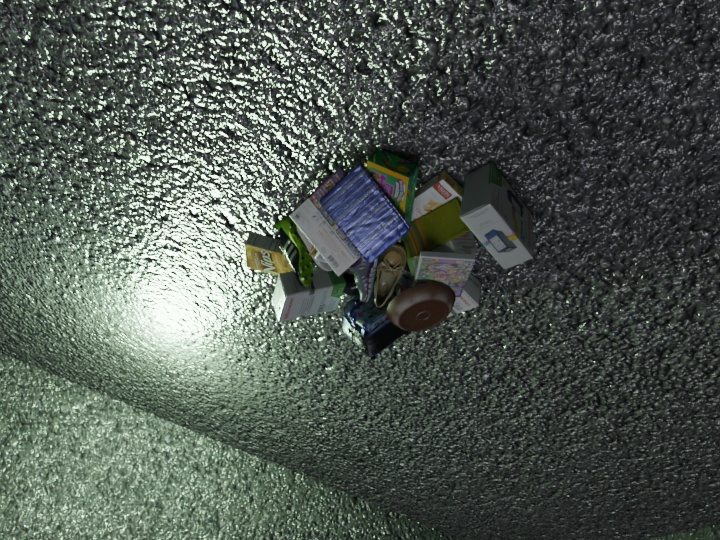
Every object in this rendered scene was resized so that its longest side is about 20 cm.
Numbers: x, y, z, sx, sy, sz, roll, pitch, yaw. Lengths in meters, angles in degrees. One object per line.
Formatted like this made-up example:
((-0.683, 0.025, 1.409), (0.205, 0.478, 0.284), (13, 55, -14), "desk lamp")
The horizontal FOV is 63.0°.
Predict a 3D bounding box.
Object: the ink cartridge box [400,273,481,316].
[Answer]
((0.232, 0.061, 1.703), (0.197, 0.087, 0.145), (-26, 126, 38), "ink cartridge box")

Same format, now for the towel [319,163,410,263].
((0.012, -0.134, 1.422), (0.144, 0.024, 0.201), (-38, 97, 17), "towel")

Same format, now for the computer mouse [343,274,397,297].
((0.019, 0.042, 1.786), (0.193, 0.047, 0.142), (13, 143, 5), "computer mouse")

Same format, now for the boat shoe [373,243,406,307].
((0.075, 0.014, 1.579), (0.071, 0.064, 0.203), (18, 136, -3), "boat shoe")

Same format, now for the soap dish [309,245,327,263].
((-0.022, -0.079, 1.593), (0.194, 0.084, 0.158), (12, 145, -24), "soap dish")

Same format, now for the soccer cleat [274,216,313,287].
((-0.189, -0.051, 1.683), (0.079, 0.067, 0.207), (-10, 98, 38), "soccer cleat")

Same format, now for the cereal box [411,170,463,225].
((0.188, -0.152, 1.499), (0.142, 0.040, 0.198), (36, 138, -22), "cereal box")

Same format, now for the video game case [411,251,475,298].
((0.211, 0.014, 1.534), (0.138, 0.019, 0.202), (3, 149, -2), "video game case")

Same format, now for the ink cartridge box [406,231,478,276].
((0.227, -0.052, 1.542), (0.115, 0.069, 0.198), (-3, 161, -45), "ink cartridge box")

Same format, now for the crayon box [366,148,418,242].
((0.071, -0.181, 1.448), (0.116, 0.058, 0.204), (25, 137, 19), "crayon box")

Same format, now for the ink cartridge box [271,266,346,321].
((-0.157, 0.065, 1.768), (0.194, 0.086, 0.147), (-10, 148, -26), "ink cartridge box")

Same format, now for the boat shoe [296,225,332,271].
((-0.109, -0.080, 1.677), (0.067, 0.073, 0.203), (-9, 126, 28), "boat shoe")

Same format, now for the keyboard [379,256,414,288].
((0.121, 0.020, 1.626), (0.196, 0.011, 0.056), (30, 134, -14), "keyboard")

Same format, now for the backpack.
((0.032, 0.133, 1.729), (0.199, 0.180, 0.138), (36, 150, 49), "backpack")

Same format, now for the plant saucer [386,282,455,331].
((0.168, 0.110, 1.597), (0.193, 0.038, 0.203), (-8, 142, -6), "plant saucer")

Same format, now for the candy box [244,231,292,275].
((-0.249, -0.039, 1.777), (0.193, 0.057, 0.117), (15, 143, 1), "candy box")

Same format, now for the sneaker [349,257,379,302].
((0.000, 0.000, 1.578), (0.084, 0.076, 0.204), (9, 131, -2), "sneaker")

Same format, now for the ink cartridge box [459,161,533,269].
((0.327, -0.127, 1.393), (0.086, 0.148, 0.200), (-21, 128, 35), "ink cartridge box")

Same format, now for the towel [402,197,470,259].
((0.182, -0.102, 1.478), (0.197, 0.018, 0.088), (-27, 87, 41), "towel")

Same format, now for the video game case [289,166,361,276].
((-0.051, -0.120, 1.461), (0.180, 0.036, 0.201), (-39, 98, 17), "video game case")
